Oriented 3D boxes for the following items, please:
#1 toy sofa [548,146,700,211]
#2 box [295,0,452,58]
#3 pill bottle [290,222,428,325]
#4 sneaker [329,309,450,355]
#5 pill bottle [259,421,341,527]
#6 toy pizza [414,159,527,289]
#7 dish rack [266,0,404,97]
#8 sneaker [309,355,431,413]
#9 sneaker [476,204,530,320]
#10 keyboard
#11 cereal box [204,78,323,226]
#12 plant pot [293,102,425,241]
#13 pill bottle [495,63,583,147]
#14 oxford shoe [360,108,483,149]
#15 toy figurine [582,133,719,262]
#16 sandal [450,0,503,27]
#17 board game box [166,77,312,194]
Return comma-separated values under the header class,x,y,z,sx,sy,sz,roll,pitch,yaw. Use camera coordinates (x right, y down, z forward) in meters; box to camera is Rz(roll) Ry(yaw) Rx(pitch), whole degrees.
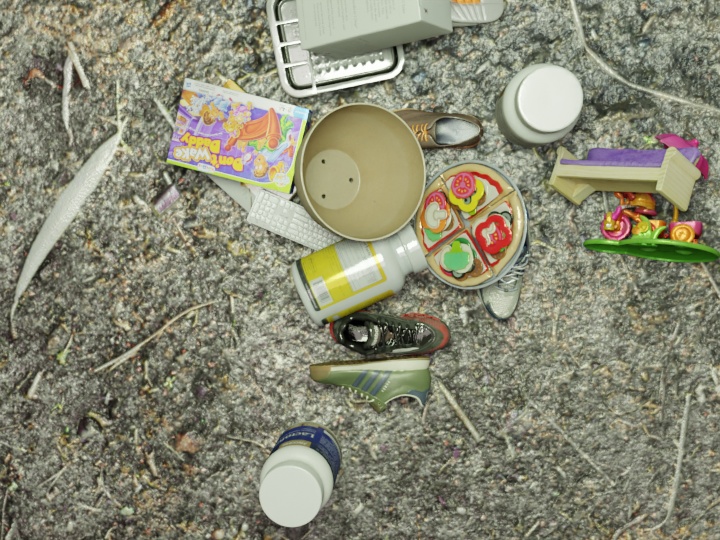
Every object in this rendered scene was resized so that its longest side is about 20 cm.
class,x,y,z,sx,sy,sz,roll,pitch,yaw
toy sofa,0.387,-0.150,1.201,0.083,0.200,0.098,25,81,-39
box,0.016,-0.402,1.170,0.199,0.106,0.153,-3,93,30
pill bottle,0.000,0.000,1.283,0.199,0.112,0.112,-24,94,2
sneaker,0.046,0.103,1.308,0.200,0.098,0.071,5,95,3
pill bottle,-0.095,0.320,1.290,0.115,0.200,0.116,0,96,4
toy pizza,0.162,-0.071,1.263,0.200,0.032,0.201,1,92,37
dish rack,-0.038,-0.370,1.290,0.199,0.044,0.172,-10,94,6
sneaker,0.018,0.190,1.333,0.199,0.067,0.090,-4,91,2
sneaker,0.227,-0.018,1.282,0.077,0.085,0.201,2,97,-3
keyboard,-0.081,-0.067,1.320,0.199,0.011,0.056,23,101,-12
cereal box,-0.179,-0.189,1.322,0.200,0.040,0.144,41,98,-1
plant pot,-0.020,-0.144,1.245,0.200,0.134,0.201,-1,91,-24
pill bottle,0.262,-0.242,1.200,0.114,0.200,0.115,0,96,4
oxford shoe,0.093,-0.221,1.280,0.199,0.073,0.072,-4,96,5
toy figurine,0.453,-0.118,1.256,0.199,0.150,0.185,5,83,28
sandal,0.116,-0.415,1.262,0.206,0.059,0.080,-2,91,-4
board game box,-0.188,-0.209,1.278,0.199,0.045,0.135,14,96,2
